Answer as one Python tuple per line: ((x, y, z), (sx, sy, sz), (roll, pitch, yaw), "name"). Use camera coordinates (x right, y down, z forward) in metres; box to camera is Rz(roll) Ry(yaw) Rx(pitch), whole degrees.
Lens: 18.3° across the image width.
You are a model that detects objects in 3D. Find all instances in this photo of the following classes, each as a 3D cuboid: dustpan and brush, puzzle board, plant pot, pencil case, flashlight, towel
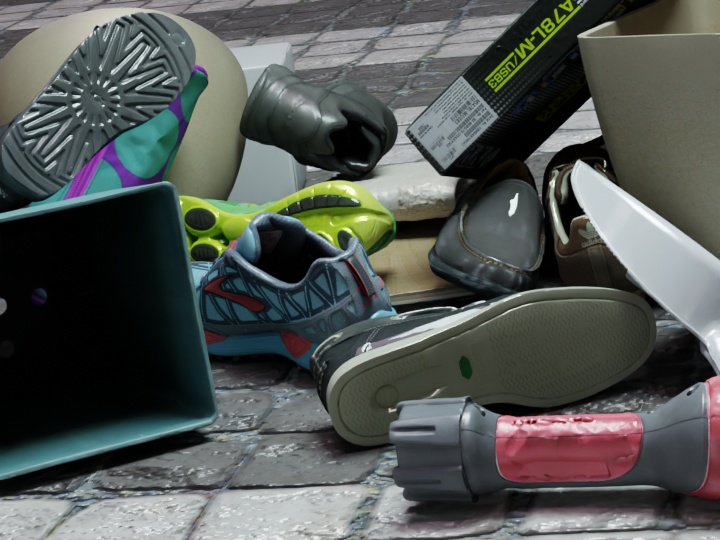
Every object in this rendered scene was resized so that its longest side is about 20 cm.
((0.194, 0.023, 1.265), (0.139, 0.057, 0.200), (34, 5, -32), "dustpan and brush")
((0.000, 0.000, 1.568), (0.149, 0.018, 0.200), (-8, 15, -1), "puzzle board")
((-0.176, -0.076, 1.655), (0.199, 0.201, 0.135), (-8, 50, -2), "plant pot")
((0.272, -0.081, 1.422), (0.198, 0.179, 0.200), (2, 17, 30), "plant pot")
((-0.193, 0.029, 1.336), (0.140, 0.143, 0.200), (-13, 7, -22), "plant pot")
((-0.180, -0.060, 1.529), (0.085, 0.201, 0.092), (22, -5, 17), "pencil case")
((0.114, 0.084, 1.107), (0.198, 0.068, 0.068), (-2, 19, 14), "flashlight")
((0.026, -0.057, 1.689), (0.131, 0.035, 0.200), (-8, 7, 13), "towel")

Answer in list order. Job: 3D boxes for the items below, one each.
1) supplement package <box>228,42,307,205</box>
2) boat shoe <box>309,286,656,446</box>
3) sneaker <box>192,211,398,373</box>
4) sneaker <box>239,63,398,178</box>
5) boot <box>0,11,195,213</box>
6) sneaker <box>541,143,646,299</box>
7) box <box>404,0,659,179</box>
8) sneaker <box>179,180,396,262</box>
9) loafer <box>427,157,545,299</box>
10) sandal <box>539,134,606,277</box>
((-0.150, -0.111, 1.842), (0.198, 0.121, 0.121), (-6, 14, 4), "supplement package")
((0.069, 0.043, 1.268), (0.198, 0.072, 0.068), (-12, 20, -11), "boat shoe")
((-0.053, 0.002, 1.405), (0.199, 0.096, 0.079), (8, 34, 44), "sneaker")
((-0.014, -0.101, 1.706), (0.090, 0.076, 0.200), (28, 12, 24), "sneaker")
((-0.208, -0.086, 1.455), (0.165, 0.066, 0.200), (-42, 8, -30), "boot")
((0.153, -0.048, 1.465), (0.070, 0.076, 0.200), (-14, 30, 4), "sneaker")
((0.134, -0.143, 1.516), (0.200, 0.048, 0.193), (-44, -13, 12), "box")
((-0.065, -0.016, 1.529), (0.199, 0.075, 0.083), (-5, -10, 28), "sneaker")
((0.088, -0.027, 1.462), (0.072, 0.073, 0.200), (22, 13, -7), "loafer")
((0.171, -0.064, 1.576), (0.075, 0.045, 0.200), (-4, 28, 32), "sandal")
